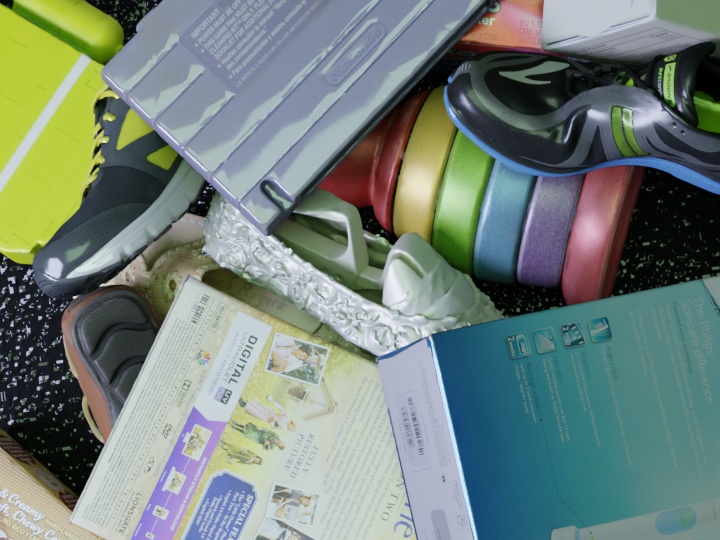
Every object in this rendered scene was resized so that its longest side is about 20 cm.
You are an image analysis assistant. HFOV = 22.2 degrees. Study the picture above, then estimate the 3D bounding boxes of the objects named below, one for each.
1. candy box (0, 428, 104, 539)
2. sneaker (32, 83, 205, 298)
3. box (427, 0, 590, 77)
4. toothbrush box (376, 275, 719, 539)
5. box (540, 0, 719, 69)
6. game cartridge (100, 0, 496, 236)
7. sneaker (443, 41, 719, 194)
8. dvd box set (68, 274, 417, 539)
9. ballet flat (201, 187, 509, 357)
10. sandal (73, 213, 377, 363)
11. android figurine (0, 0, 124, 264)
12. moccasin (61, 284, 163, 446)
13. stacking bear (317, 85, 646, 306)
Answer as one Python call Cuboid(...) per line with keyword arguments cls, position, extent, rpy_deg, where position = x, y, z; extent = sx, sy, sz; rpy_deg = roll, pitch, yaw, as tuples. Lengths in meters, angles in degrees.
Cuboid(cls="candy box", position=(-0.175, 0.196, 1.036), extent=(0.200, 0.055, 0.116), rpy_deg=(40, 88, 8))
Cuboid(cls="sneaker", position=(-0.123, -0.067, 1.007), extent=(0.085, 0.074, 0.200), rpy_deg=(45, 57, -8))
Cuboid(cls="box", position=(0.040, -0.167, 1.037), extent=(0.199, 0.095, 0.100), rpy_deg=(6, 84, 5))
Cuboid(cls="toothbrush box", position=(0.125, 0.089, 0.921), extent=(0.199, 0.085, 0.147), rpy_deg=(-12, 84, -19))
Cuboid(cls="box", position=(0.202, -0.141, 0.973), extent=(0.199, 0.095, 0.078), rpy_deg=(9, 82, -33))
Cuboid(cls="game cartridge", position=(-0.026, -0.133, 0.969), extent=(0.130, 0.038, 0.200), rpy_deg=(43, 84, 12))
Cuboid(cls="sneaker", position=(0.142, -0.086, 0.925), extent=(0.198, 0.083, 0.071), rpy_deg=(9, 58, 4))
Cuboid(cls="dvd box set", position=(-0.033, 0.109, 0.967), extent=(0.199, 0.029, 0.147), rpy_deg=(24, 84, 5))
Cuboid(cls="ballet flat", position=(0.000, 0.000, 0.984), extent=(0.199, 0.072, 0.072), rpy_deg=(25, 86, 16))
Cuboid(cls="sandal", position=(-0.076, 0.013, 1.040), extent=(0.211, 0.070, 0.078), rpy_deg=(18, 86, 7))
Cuboid(cls="android figurine", position=(-0.208, -0.082, 1.069), extent=(0.199, 0.041, 0.183), rpy_deg=(30, 82, 13))
Cuboid(cls="moccasin", position=(-0.112, 0.104, 1.033), extent=(0.074, 0.078, 0.202), rpy_deg=(-34, 98, -15))
Cuboid(cls="stacking bear", position=(0.051, -0.054, 1.021), extent=(0.199, 0.114, 0.122), rpy_deg=(16, 88, 11))
